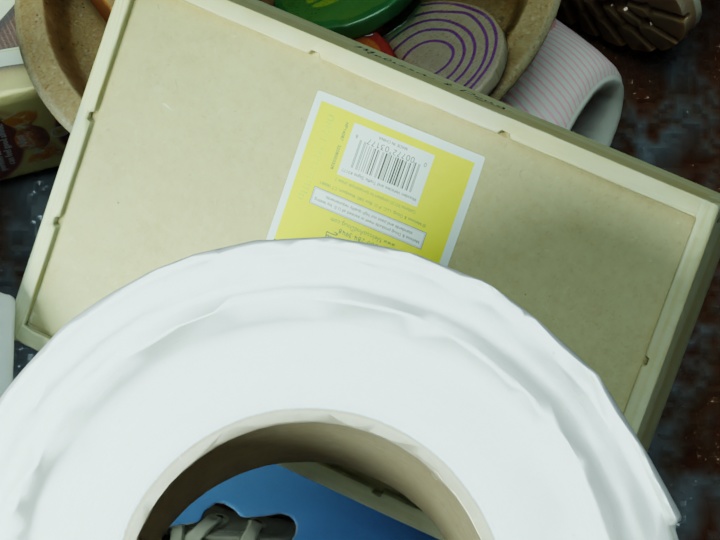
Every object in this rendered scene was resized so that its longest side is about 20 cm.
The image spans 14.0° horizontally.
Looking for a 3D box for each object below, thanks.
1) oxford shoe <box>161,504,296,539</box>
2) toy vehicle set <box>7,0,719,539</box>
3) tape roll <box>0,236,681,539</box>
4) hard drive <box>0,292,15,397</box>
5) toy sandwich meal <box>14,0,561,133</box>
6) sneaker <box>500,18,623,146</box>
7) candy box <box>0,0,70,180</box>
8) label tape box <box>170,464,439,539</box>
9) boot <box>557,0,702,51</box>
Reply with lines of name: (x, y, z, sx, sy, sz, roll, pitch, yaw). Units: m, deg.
oxford shoe: (-0.058, 0.101, 0.925, 0.199, 0.058, 0.076, 17, 64, 10)
toy vehicle set: (0.000, 0.000, 0.879, 0.199, 0.026, 0.125, 24, 102, 16)
tape roll: (-0.014, 0.095, 0.796, 0.201, 0.071, 0.204, 1, 77, -3)
hard drive: (-0.152, 0.119, 0.892, 0.026, 0.132, 0.201, 19, 58, -37)
toy sandwich meal: (-0.029, -0.115, 0.947, 0.203, 0.070, 0.206, -5, 55, 7)
sneaker: (0.010, -0.018, 0.968, 0.104, 0.076, 0.200, 33, 66, 23)
candy box: (-0.117, -0.097, 1.026, 0.199, 0.055, 0.116, -14, 62, -4)
label tape box: (-0.028, 0.149, 0.859, 0.143, 0.063, 0.202, -6, 77, -12)
boot: (0.071, -0.166, 1.043, 0.107, 0.075, 0.200, -35, 66, -19)
